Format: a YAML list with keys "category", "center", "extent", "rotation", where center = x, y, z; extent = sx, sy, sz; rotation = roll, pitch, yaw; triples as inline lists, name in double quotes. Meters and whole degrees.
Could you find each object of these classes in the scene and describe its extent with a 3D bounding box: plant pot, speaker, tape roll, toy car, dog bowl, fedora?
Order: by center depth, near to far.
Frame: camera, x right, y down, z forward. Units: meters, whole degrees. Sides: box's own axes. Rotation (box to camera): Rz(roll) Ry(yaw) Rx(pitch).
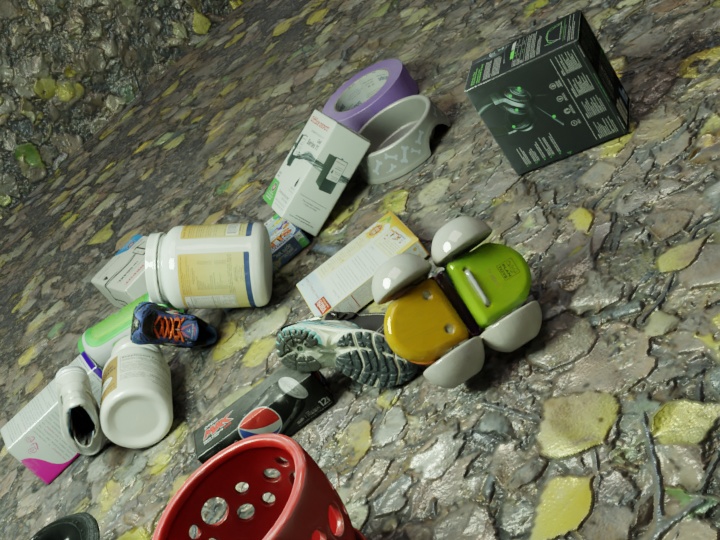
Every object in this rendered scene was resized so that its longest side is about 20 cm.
- category: "plant pot"
  center: [-0.092, 0.304, 1.035]
  extent: [0.200, 0.183, 0.201]
  rotation: [-29, 29, 18]
- category: "toy car"
  center: [0.121, 0.045, 1.226]
  extent: [0.200, 0.175, 0.150]
  rotation: [-32, -11, -3]
- category: "fedora"
  center: [-0.401, 0.427, 1.311]
  extent: [0.200, 0.092, 0.201]
  rotation: [-28, 30, 18]
- category: "dog bowl"
  center: [0.068, -0.249, 1.801]
  extent: [0.200, 0.059, 0.200]
  rotation: [-28, 30, 18]
- category: "speaker"
  center: [-0.434, 0.108, 1.835]
  extent: [0.200, 0.089, 0.089]
  rotation: [-31, 28, 13]
- category: "tape roll"
  center: [0.018, -0.347, 1.999]
  extent: [0.200, 0.066, 0.200]
  rotation: [-28, 30, 18]

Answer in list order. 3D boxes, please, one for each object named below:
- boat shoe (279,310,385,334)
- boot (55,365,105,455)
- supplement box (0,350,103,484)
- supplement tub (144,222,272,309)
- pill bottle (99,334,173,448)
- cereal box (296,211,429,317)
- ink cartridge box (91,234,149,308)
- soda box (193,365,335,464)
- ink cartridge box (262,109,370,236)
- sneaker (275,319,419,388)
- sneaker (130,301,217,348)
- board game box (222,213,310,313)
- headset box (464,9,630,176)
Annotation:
- category: "boat shoe"
  center: [-0.038, 0.092, 1.411]
  extent: [0.199, 0.065, 0.072]
  rotation: [-13, 35, 38]
- category: "boot"
  center: [-0.448, 0.252, 1.554]
  extent: [0.073, 0.201, 0.096]
  rotation: [-13, 42, -12]
- category: "supplement box"
  center: [-0.513, 0.254, 1.691]
  extent: [0.200, 0.101, 0.103]
  rotation: [-45, 28, -12]
- category: "supplement tub"
  center: [-0.256, -0.007, 1.659]
  extent: [0.199, 0.145, 0.145]
  rotation: [-2, 34, 2]
- category: "pill bottle"
  center: [-0.370, 0.191, 1.602]
  extent: [0.114, 0.114, 0.200]
  rotation: [-35, 28, 5]
- category: "cereal box"
  center: [0.000, 0.000, 1.531]
  extent: [0.200, 0.040, 0.144]
  rotation: [-38, 28, 1]
- category: "ink cartridge box"
  center: [-0.447, 0.008, 1.997]
  extent: [0.146, 0.084, 0.200]
  rotation: [-50, 29, -21]
- category: "soda box"
  center: [-0.136, 0.207, 1.360]
  extent: [0.200, 0.063, 0.071]
  rotation: [-37, 28, 3]
- category: "ink cartridge box"
  center: [-0.082, -0.184, 1.788]
  extent: [0.200, 0.083, 0.147]
  rotation: [-59, 26, 6]
- category: "sneaker"
  center: [-0.010, 0.098, 1.318]
  extent: [0.199, 0.078, 0.086]
  rotation: [11, 23, 19]
- category: "sneaker"
  center: [-0.312, 0.094, 1.629]
  extent: [0.078, 0.200, 0.076]
  rotation: [4, 87, 26]
- category: "board game box"
  center: [-0.196, -0.019, 1.795]
  extent: [0.200, 0.034, 0.135]
  rotation: [-40, 28, -4]
- category: "headset box"
  center: [0.274, -0.257, 1.449]
  extent: [0.199, 0.174, 0.093]
  rotation: [-21, 33, 31]
